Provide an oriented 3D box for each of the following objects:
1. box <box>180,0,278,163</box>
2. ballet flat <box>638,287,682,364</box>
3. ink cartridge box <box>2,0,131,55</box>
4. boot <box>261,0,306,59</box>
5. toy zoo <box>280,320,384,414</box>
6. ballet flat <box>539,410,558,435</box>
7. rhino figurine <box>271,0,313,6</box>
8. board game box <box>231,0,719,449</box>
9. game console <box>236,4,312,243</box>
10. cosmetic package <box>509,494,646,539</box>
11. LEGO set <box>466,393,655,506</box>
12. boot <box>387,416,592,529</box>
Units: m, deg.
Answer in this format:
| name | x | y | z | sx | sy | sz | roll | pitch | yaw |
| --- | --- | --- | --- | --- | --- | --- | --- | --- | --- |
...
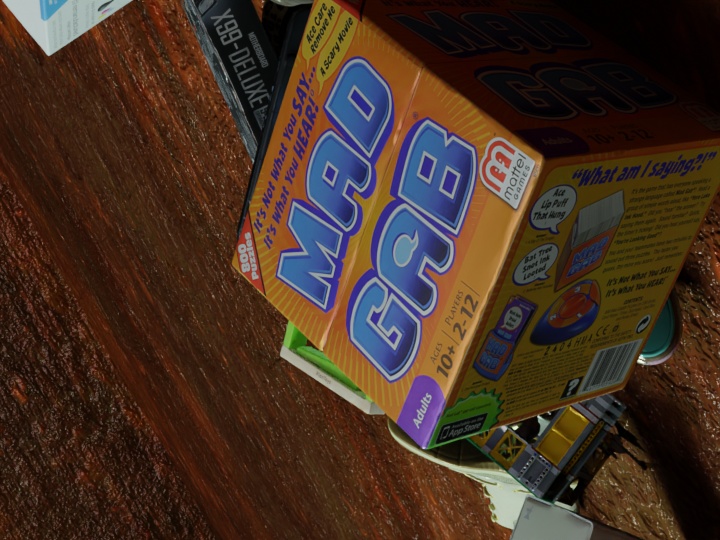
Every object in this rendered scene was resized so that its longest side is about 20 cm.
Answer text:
| name | x | y | z | sx | sy | sz | roll | pitch | yaw |
| --- | --- | --- | --- | --- | --- | --- | --- | --- | --- |
| box | -0.097 | -0.166 | 1.308 | 0.158 | 0.049 | 0.201 | -157 | 43 | -83 |
| ballet flat | 0.170 | -0.013 | 1.125 | 0.201 | 0.069 | 0.071 | 53 | 180 | 18 |
| ink cartridge box | -0.246 | -0.330 | 1.367 | 0.146 | 0.200 | 0.147 | 49 | 161 | 9 |
| boot | -0.012 | -0.150 | 1.311 | 0.151 | 0.073 | 0.200 | 47 | 170 | 35 |
| toy zoo | 0.000 | 0.000 | 1.246 | 0.131 | 0.020 | 0.202 | 28 | 108 | 47 |
| ballet flat | 0.129 | 0.061 | 1.371 | 0.063 | 0.067 | 0.201 | -24 | 103 | 43 |
| rhino figurine | -0.036 | -0.239 | 1.170 | 0.087 | 0.060 | 0.200 | 42 | 169 | -31 |
| board game box | 0.076 | -0.044 | 0.954 | 0.200 | 0.199 | 0.201 | 42 | 125 | 34 |
| game console | 0.015 | -0.079 | 1.137 | 0.119 | 0.171 | 0.202 | -130 | 54 | -70 |
| cosmetic package | 0.229 | 0.261 | 1.280 | 0.199 | 0.074 | 0.103 | 23 | 176 | -26 |
| LEGO set | 0.154 | 0.111 | 1.254 | 0.154 | 0.116 | 0.200 | 39 | -177 | 32 |
| boot | 0.124 | 0.192 | 1.485 | 0.198 | 0.073 | 0.155 | 14 | 153 | 11 |
